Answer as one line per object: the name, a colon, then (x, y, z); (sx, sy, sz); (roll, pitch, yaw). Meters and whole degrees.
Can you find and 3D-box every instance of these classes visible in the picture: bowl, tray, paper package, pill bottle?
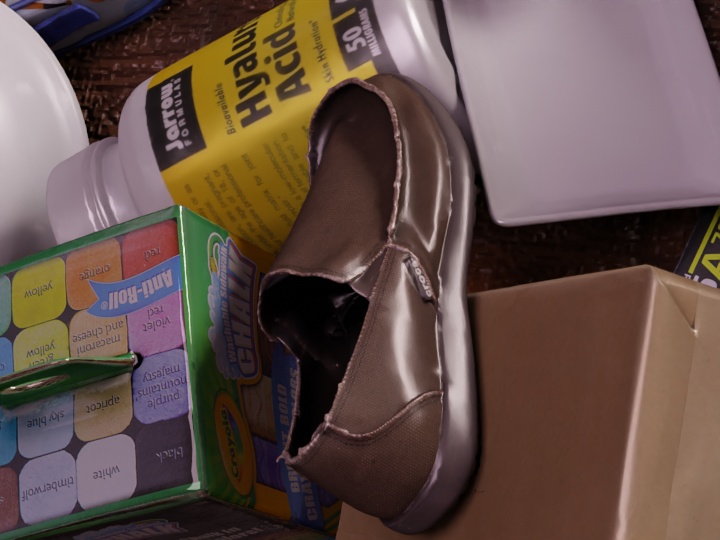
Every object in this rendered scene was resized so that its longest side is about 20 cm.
bowl: (-0.239, -0.046, 1.047); (0.201, 0.090, 0.201); (2, 95, 22)
tray: (0.092, -0.091, 0.910); (0.107, 0.022, 0.200); (-6, 49, -3)
paper package: (0.078, 0.104, 0.797); (0.200, 0.103, 0.191); (-12, 65, 59)
pill bottle: (-0.038, -0.055, 0.962); (0.200, 0.111, 0.111); (-27, 61, 20)

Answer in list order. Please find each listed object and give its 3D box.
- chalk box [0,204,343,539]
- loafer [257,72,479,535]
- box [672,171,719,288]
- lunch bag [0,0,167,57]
chalk box: (-0.091, 0.058, 0.899); (0.124, 0.200, 0.124); (-16, 66, 25)
loafer: (0.000, 0.000, 0.813); (0.073, 0.071, 0.200); (-47, 37, 40)
box: (0.235, -0.023, 0.832); (0.193, 0.048, 0.200); (22, 86, 37)
lunch bag: (-0.191, -0.173, 1.116); (0.200, 0.076, 0.160); (-21, 69, 24)
